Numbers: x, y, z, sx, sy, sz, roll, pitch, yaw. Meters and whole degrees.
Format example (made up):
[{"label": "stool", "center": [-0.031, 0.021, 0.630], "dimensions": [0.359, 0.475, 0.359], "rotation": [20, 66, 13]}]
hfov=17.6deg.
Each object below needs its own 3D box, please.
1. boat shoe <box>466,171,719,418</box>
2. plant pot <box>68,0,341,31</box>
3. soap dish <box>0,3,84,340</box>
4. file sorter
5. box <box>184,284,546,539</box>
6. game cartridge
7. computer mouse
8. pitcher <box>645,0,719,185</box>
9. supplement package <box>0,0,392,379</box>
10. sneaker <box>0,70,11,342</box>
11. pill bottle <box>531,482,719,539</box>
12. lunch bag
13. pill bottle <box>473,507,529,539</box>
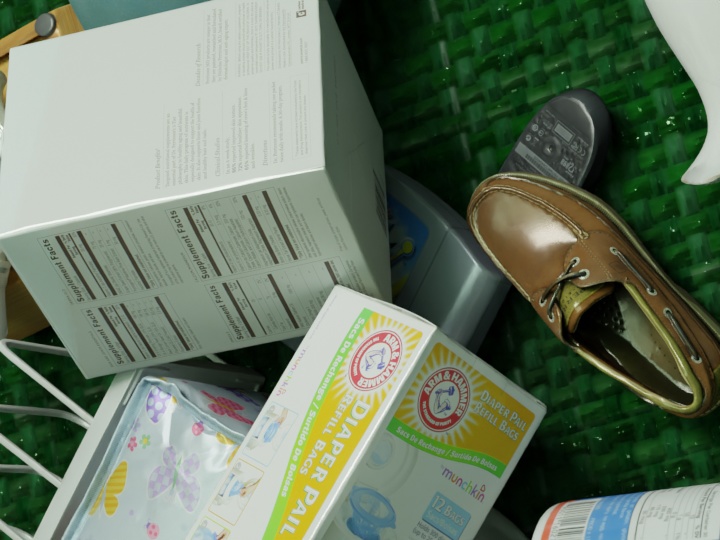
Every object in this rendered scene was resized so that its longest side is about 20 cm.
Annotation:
[{"label": "boat shoe", "center": [0.139, 0.010, 1.381], "dimensions": [0.200, 0.068, 0.072], "rotation": [37, 114, 16]}, {"label": "plant pot", "center": [-0.098, -0.178, 1.503], "dimensions": [0.199, 0.200, 0.136], "rotation": [22, 132, 28]}, {"label": "soap dish", "center": [-0.218, -0.073, 1.601], "dimensions": [0.157, 0.081, 0.201], "rotation": [-25, 73, 25]}, {"label": "file sorter", "center": [-0.186, 0.121, 1.535], "dimensions": [0.124, 0.138, 0.201], "rotation": [34, 101, 30]}, {"label": "box", "center": [-0.002, 0.127, 1.340], "dimensions": [0.101, 0.112, 0.201], "rotation": [21, 78, 52]}, {"label": "game cartridge", "center": [0.000, 0.000, 1.484], "dimensions": [0.200, 0.040, 0.134], "rotation": [34, 99, 36]}, {"label": "computer mouse", "center": [0.098, -0.027, 1.457], "dimensions": [0.059, 0.034, 0.201], "rotation": [45, 113, 29]}, {"label": "pitcher", "center": [0.249, -0.163, 1.346], "dimensions": [0.170, 0.121, 0.202], "rotation": [-12, 90, 6]}, {"label": "supplement package", "center": [-0.097, -0.053, 1.400], "dimensions": [0.199, 0.151, 0.153], "rotation": [-12, 51, 11]}, {"label": "sneaker", "center": [-0.256, -0.041, 1.529], "dimensions": [0.099, 0.075, 0.201], "rotation": [-18, 77, 27]}, {"label": "pill bottle", "center": [0.205, 0.178, 1.327], "dimensions": [0.199, 0.112, 0.113], "rotation": [-9, 81, 28]}, {"label": "lunch bag", "center": [-0.095, 0.182, 1.459], "dimensions": [0.127, 0.169, 0.201], "rotation": [33, 98, 29]}, {"label": "pill bottle", "center": [0.024, 0.240, 1.419], "dimensions": [0.200, 0.116, 0.116], "rotation": [-42, 67, 19]}]
